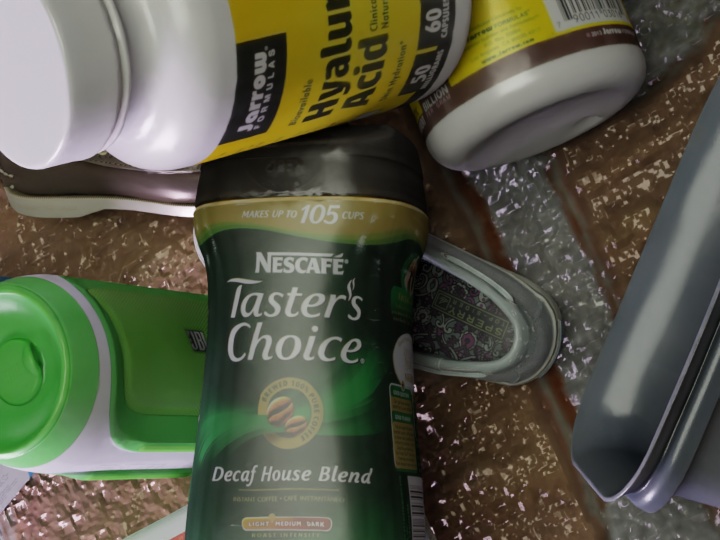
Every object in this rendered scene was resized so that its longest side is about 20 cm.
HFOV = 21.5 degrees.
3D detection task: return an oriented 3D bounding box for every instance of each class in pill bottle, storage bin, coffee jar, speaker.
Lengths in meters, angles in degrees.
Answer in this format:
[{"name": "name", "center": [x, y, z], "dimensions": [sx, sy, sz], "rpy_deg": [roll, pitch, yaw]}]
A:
[{"name": "pill bottle", "center": [0.049, -0.156, 0.884], "dimensions": [0.108, 0.109, 0.202], "rpy_deg": [-25, 78, 17]}, {"name": "pill bottle", "center": [-0.059, -0.103, 0.779], "dimensions": [0.111, 0.199, 0.112], "rpy_deg": [25, 124, 44]}, {"name": "storage bin", "center": [0.192, 0.021, 0.817], "dimensions": [0.133, 0.146, 0.202], "rpy_deg": [22, 94, -7]}, {"name": "coffee jar", "center": [-0.022, 0.037, 0.831], "dimensions": [0.103, 0.085, 0.202], "rpy_deg": [-2, 80, 15]}, {"name": "speaker", "center": [-0.104, 0.050, 0.876], "dimensions": [0.088, 0.200, 0.089], "rpy_deg": [-3, 84, 27]}]

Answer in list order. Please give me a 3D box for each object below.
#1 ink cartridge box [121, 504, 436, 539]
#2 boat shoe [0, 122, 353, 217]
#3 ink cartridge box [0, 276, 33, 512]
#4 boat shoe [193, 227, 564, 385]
[{"name": "ink cartridge box", "center": [-0.013, 0.193, 0.898], "dimensions": [0.175, 0.084, 0.201], "rpy_deg": [-28, 77, 14]}, {"name": "boat shoe", "center": [-0.098, -0.069, 0.948], "dimensions": [0.198, 0.072, 0.060], "rpy_deg": [-2, 128, 23]}, {"name": "ink cartridge box", "center": [-0.235, 0.074, 0.927], "dimensions": [0.085, 0.200, 0.145], "rpy_deg": [44, 101, 17]}, {"name": "boat shoe", "center": [0.000, 0.001, 0.912], "dimensions": [0.199, 0.071, 0.071], "rpy_deg": [20, 93, 21]}]
